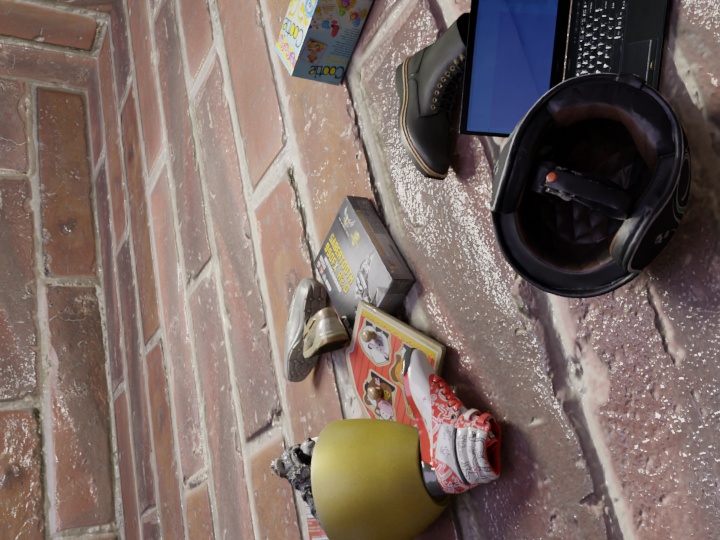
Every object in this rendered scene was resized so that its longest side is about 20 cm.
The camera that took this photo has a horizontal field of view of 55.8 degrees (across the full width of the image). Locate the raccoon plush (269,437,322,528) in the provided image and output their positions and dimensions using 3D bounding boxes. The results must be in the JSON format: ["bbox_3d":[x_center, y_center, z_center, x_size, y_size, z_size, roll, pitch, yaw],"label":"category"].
[{"bbox_3d":[-0.077,0.361,1.036,0.097,0.133,0.202,57,-139,-70],"label":"raccoon plush"}]

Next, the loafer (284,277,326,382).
[{"bbox_3d":[-0.109,0.113,1.297,0.070,0.069,0.202,33,110,61],"label":"loafer"}]

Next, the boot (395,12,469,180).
[{"bbox_3d":[0.117,-0.243,0.946,0.138,0.077,0.202,-32,63,47],"label":"boot"}]

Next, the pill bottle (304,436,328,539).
[{"bbox_3d":[-0.038,0.378,1.130,0.112,0.111,0.202,-31,63,53],"label":"pill bottle"}]

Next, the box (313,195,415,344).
[{"bbox_3d":[0.000,0.000,1.140,0.159,0.048,0.201,-61,42,37],"label":"box"}]

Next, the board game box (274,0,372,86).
[{"bbox_3d":[-0.062,-0.448,1.199,0.201,0.104,0.103,-63,41,33],"label":"board game box"}]

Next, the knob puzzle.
[{"bbox_3d":[0.039,0.171,1.049,0.218,0.030,0.222,14,110,44],"label":"knob puzzle"}]

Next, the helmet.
[{"bbox_3d":[0.222,-0.078,0.667,0.198,0.191,0.202,-3,76,13],"label":"helmet"}]

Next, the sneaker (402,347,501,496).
[{"bbox_3d":[0.126,0.189,0.910,0.107,0.067,0.203,-23,64,27],"label":"sneaker"}]

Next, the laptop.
[{"bbox_3d":[0.219,-0.239,0.754,0.199,0.102,0.179,13,101,57],"label":"laptop"}]

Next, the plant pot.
[{"bbox_3d":[0.045,0.294,0.959,0.141,0.199,0.202,-23,67,26],"label":"plant pot"}]

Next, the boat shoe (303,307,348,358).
[{"bbox_3d":[-0.066,0.109,1.184,0.200,0.071,0.066,127,127,-72],"label":"boat shoe"}]
